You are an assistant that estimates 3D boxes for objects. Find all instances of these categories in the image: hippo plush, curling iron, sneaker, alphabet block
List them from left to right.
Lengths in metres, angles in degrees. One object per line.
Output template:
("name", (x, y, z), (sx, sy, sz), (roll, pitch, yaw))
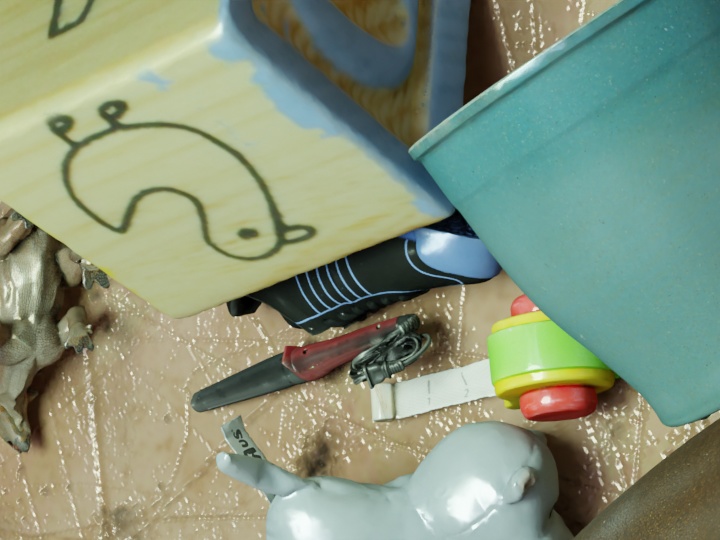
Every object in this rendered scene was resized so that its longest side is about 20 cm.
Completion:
("alphabet block", (-0.076, -0.120, 1.207), (0.199, 0.195, 0.197), (-21, 47, 34))
("curling iron", (-0.036, 0.057, 1.312), (0.199, 0.050, 0.026), (-15, 109, 46))
("sneaker", (0.000, 0.000, 1.278), (0.199, 0.070, 0.079), (9, 102, 40))
("hippo plush", (0.036, 0.141, 1.238), (0.160, 0.159, 0.201), (-24, 99, 3))

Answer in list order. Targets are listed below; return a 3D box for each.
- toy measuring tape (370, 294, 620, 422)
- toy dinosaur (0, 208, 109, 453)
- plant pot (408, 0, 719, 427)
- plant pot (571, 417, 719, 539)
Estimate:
("toy measuring tape", (0.072, 0.053, 1.224), (0.199, 0.073, 0.074), (-14, 86, 34))
("toy dinosaur", (-0.217, 0.013, 1.424), (0.135, 0.085, 0.201), (7, 80, 69))
("plant pot", (0.157, -0.036, 1.099), (0.200, 0.200, 0.189), (-34, 89, 31))
("plant pot", (0.167, 0.175, 1.104), (0.199, 0.186, 0.188), (-30, 77, 35))
